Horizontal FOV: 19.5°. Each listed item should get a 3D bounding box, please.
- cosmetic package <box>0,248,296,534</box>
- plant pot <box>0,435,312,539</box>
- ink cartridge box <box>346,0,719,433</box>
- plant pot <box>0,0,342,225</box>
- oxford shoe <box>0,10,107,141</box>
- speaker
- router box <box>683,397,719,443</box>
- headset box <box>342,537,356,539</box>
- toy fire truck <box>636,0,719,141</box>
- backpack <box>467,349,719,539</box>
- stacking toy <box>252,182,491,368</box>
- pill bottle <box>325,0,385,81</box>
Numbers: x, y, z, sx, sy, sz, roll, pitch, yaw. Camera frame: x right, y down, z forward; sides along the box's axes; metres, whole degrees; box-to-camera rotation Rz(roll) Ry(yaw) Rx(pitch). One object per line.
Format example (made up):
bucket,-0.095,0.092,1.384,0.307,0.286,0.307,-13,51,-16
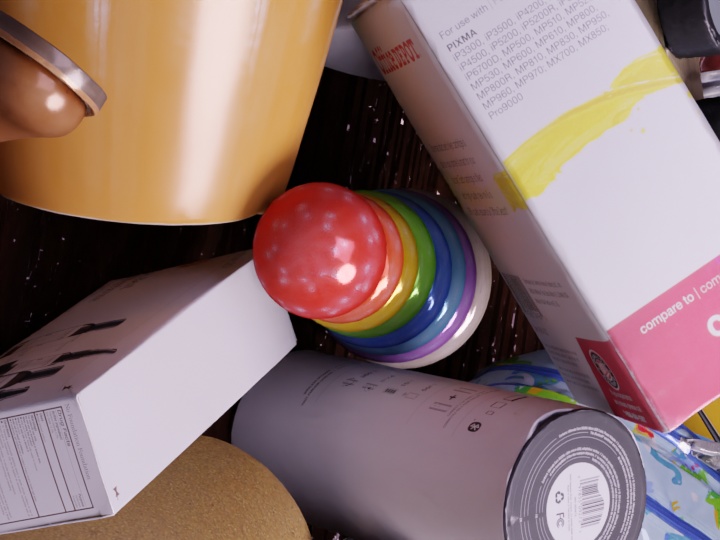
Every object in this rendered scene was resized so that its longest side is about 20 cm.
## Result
cosmetic package,-0.098,0.044,0.829,0.200,0.082,0.051,-43,121,-67
plant pot,-0.109,0.156,0.834,0.200,0.185,0.188,-42,115,-49
ink cartridge box,0.086,-0.045,0.854,0.083,0.145,0.201,-33,96,-5
plant pot,-0.084,-0.122,0.847,0.199,0.199,0.185,-7,109,-39
oxford shoe,-0.162,-0.058,0.763,0.071,0.199,0.072,42,67,-33
speaker,0.028,0.084,0.915,0.081,0.199,0.082,-4,97,-37
router box,0.207,0.073,1.065,0.051,0.199,0.150,-34,109,-38
headset box,0.058,0.201,0.930,0.200,0.148,0.075,73,39,-67
toy fire truck,0.182,-0.074,1.020,0.200,0.128,0.178,-19,101,-59
backpack,0.112,0.132,1.026,0.199,0.163,0.155,23,66,-30
stacking toy,0.000,0.000,0.906,0.200,0.085,0.086,10,81,-77
pill bottle,0.029,-0.195,0.978,0.115,0.115,0.202,16,79,-38
